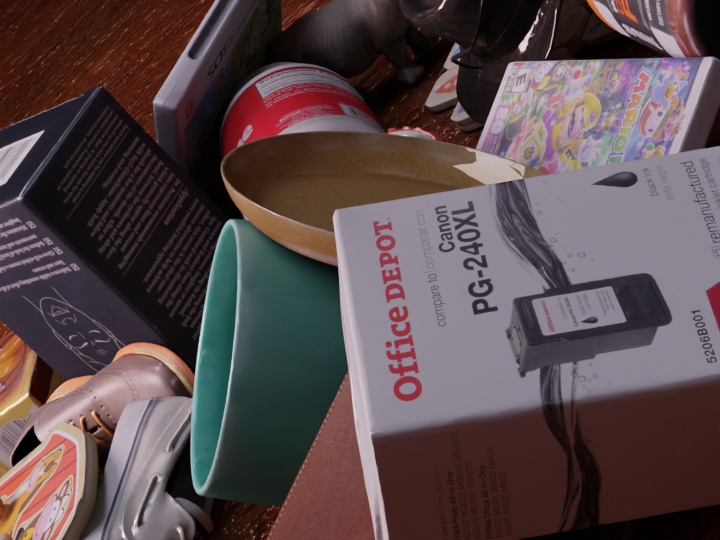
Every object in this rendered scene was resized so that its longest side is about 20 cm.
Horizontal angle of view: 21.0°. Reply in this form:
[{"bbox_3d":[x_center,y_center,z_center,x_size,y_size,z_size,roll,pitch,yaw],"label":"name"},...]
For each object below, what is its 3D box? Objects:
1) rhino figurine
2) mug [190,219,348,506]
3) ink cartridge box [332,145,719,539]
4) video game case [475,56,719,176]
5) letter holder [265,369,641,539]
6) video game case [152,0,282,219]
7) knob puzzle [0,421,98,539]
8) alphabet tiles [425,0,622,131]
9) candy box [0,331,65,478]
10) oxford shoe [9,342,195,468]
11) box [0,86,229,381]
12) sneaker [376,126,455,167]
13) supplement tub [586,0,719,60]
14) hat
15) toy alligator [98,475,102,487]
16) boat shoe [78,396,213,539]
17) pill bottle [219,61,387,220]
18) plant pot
[{"bbox_3d":[0.016,-0.182,1.432,0.199,0.087,0.060,-35,25,25],"label":"rhino figurine"},{"bbox_3d":[-0.028,0.047,1.083,0.185,0.113,0.153,-106,25,-64],"label":"mug"},{"bbox_3d":[0.092,0.033,0.857,0.198,0.084,0.146,-9,43,-1],"label":"ink cartridge box"},{"bbox_3d":[0.119,-0.052,1.106,0.199,0.018,0.144,9,76,61],"label":"video game case"},{"bbox_3d":[0.044,0.123,0.910,0.141,0.101,0.201,-16,37,44],"label":"letter holder"},{"bbox_3d":[-0.099,-0.115,1.433,0.022,0.201,0.183,17,54,13],"label":"video game case"},{"bbox_3d":[-0.220,0.172,1.191,0.220,0.030,0.220,-48,22,26],"label":"knob puzzle"},{"bbox_3d":[0.130,-0.180,1.345,0.195,0.015,0.201,-19,36,45],"label":"alphabet tiles"},{"bbox_3d":[-0.298,0.126,1.493,0.199,0.056,0.117,-37,26,21],"label":"candy box"},{"bbox_3d":[-0.168,0.104,1.291,0.073,0.072,0.200,-42,8,-36],"label":"oxford shoe"},{"bbox_3d":[-0.174,-0.006,1.327,0.148,0.200,0.107,-13,38,48],"label":"box"},{"bbox_3d":[0.000,0.000,1.196,0.201,0.077,0.082,-54,28,22],"label":"sneaker"},{"bbox_3d":[0.191,-0.178,1.136,0.107,0.107,0.200,-44,24,0],"label":"supplement tub"},{"bbox_3d":[0.067,-0.193,1.265,0.200,0.080,0.203,-171,90,-73],"label":"hat"},{"bbox_3d":[-0.166,0.159,1.233,0.200,0.054,0.059,-49,25,-7],"label":"toy alligator"},{"bbox_3d":[-0.118,0.157,1.152,0.065,0.072,0.201,-11,40,20],"label":"boat shoe"},{"bbox_3d":[-0.036,-0.074,1.322,0.112,0.112,0.200,-42,24,6],"label":"pill bottle"},{"bbox_3d":[0.021,-0.034,1.057,0.200,0.198,0.028,-120,36,-65],"label":"plant pot"}]
